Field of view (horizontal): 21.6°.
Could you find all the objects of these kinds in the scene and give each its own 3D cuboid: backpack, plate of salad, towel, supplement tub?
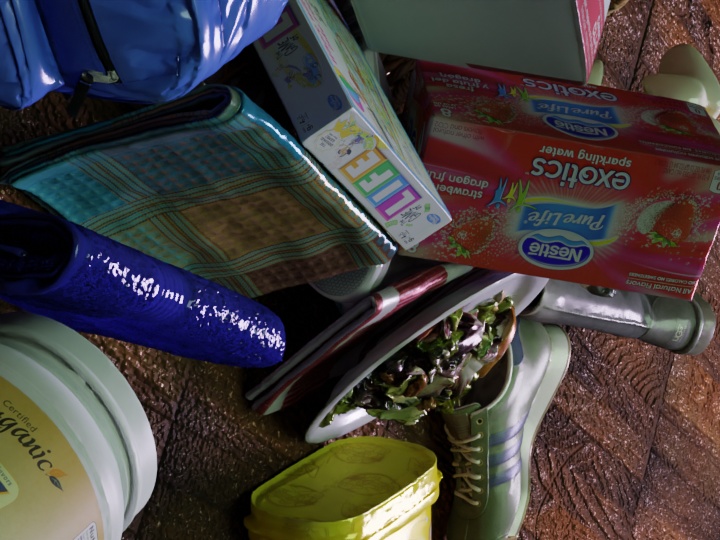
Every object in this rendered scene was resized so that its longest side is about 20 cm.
[{"bbox_3d":[-0.136,-0.147,0.850,0.168,0.199,0.163,-52,138,-40],"label":"backpack"},{"bbox_3d":[0.051,0.063,1.243,0.048,0.200,0.200,55,31,12],"label":"plate of salad"},{"bbox_3d":[0.029,0.029,1.225,0.200,0.144,0.023,-23,77,-49],"label":"towel"},{"bbox_3d":[-0.198,0.118,0.856,0.200,0.144,0.145,-43,131,-47],"label":"supplement tub"},{"bbox_3d":[-0.141,0.006,0.928,0.200,0.147,0.050,26,83,-58],"label":"towel"},{"bbox_3d":[-0.083,-0.032,1.022,0.200,0.146,0.022,43,38,-55],"label":"towel"}]

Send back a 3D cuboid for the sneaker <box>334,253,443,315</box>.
[{"bbox_3d":[0.000,0.000,1.245,0.199,0.075,0.089,-2,139,-47],"label":"sneaker"}]

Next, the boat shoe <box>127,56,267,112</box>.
[{"bbox_3d":[-0.084,-0.102,1.068,0.072,0.072,0.200,-60,142,-33],"label":"boat shoe"}]

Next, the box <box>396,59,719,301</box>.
[{"bbox_3d":[0.123,-0.058,1.184,0.096,0.199,0.100,-98,-160,-59],"label":"box"}]

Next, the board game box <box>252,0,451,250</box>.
[{"bbox_3d":[-0.025,-0.121,1.078,0.134,0.034,0.200,45,16,-53],"label":"board game box"}]

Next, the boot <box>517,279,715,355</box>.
[{"bbox_3d":[0.161,0.007,1.482,0.199,0.182,0.073,7,104,-32],"label":"boot"}]

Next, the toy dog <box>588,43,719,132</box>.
[{"bbox_3d":[0.171,-0.076,1.404,0.199,0.194,0.140,-1,131,-24],"label":"toy dog"}]

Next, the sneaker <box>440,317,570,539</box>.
[{"bbox_3d":[0.088,0.124,1.424,0.090,0.067,0.201,22,85,-40],"label":"sneaker"}]

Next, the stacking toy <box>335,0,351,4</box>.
[{"bbox_3d":[-0.012,-0.254,1.160,0.085,0.085,0.201,-53,145,-39],"label":"stacking toy"}]

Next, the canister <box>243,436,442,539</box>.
[{"bbox_3d":[-0.008,0.230,1.255,0.148,0.086,0.201,-25,119,-55],"label":"canister"}]

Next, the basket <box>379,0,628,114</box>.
[{"bbox_3d":[0.110,-0.187,1.305,0.200,0.142,0.150,-20,113,-56],"label":"basket"}]

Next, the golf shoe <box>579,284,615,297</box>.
[{"bbox_3d":[0.120,-0.062,1.299,0.200,0.088,0.077,57,41,-29],"label":"golf shoe"}]

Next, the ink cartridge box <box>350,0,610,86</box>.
[{"bbox_3d":[0.085,-0.239,1.114,0.145,0.145,0.201,65,40,-62],"label":"ink cartridge box"}]

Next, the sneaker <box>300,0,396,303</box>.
[{"bbox_3d":[0.001,-0.069,1.175,0.082,0.074,0.201,45,40,-56],"label":"sneaker"}]
